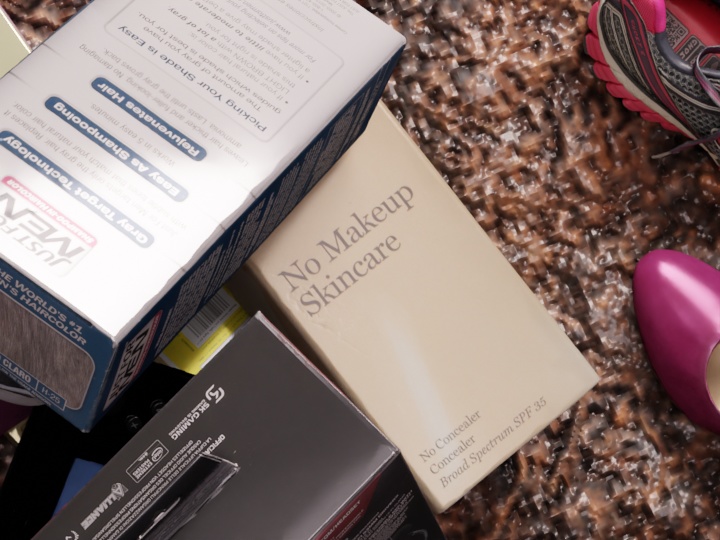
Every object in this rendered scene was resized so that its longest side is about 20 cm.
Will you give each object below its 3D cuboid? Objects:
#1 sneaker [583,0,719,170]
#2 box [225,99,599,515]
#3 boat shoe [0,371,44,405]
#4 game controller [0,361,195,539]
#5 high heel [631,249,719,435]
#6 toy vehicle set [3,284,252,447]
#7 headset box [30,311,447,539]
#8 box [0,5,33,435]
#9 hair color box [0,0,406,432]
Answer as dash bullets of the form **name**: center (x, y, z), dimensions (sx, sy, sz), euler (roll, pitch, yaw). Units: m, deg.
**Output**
- **sneaker**: center (0.191, -0.067, 0.964), dimensions (0.199, 0.075, 0.081), euler (35, 78, -2)
- **box**: center (0.000, 0.000, 0.895), dimensions (0.095, 0.078, 0.200), euler (-39, 88, -12)
- **boat shoe**: center (-0.193, -0.008, 0.786), dimensions (0.199, 0.068, 0.072), euler (25, 75, 4)
- **game controller**: center (-0.111, 0.132, 0.871), dimensions (0.104, 0.042, 0.201), euler (20, 98, -16)
- **high heel**: center (0.201, 0.063, 0.932), dimensions (0.067, 0.096, 0.200), euler (-44, 89, -12)
- **toy vehicle set**: center (-0.045, 0.045, 0.936), dimensions (0.124, 0.027, 0.200), euler (45, 78, 1)
- **headset box**: center (-0.051, 0.112, 0.772), dimensions (0.149, 0.200, 0.077), euler (-45, 70, -7)
- **box**: center (-0.201, -0.024, 0.876), dimensions (0.175, 0.097, 0.200), euler (-35, 80, -11)
- **hair color box**: center (-0.078, -0.044, 0.777), dimensions (0.100, 0.061, 0.200), euler (35, 49, 7)
